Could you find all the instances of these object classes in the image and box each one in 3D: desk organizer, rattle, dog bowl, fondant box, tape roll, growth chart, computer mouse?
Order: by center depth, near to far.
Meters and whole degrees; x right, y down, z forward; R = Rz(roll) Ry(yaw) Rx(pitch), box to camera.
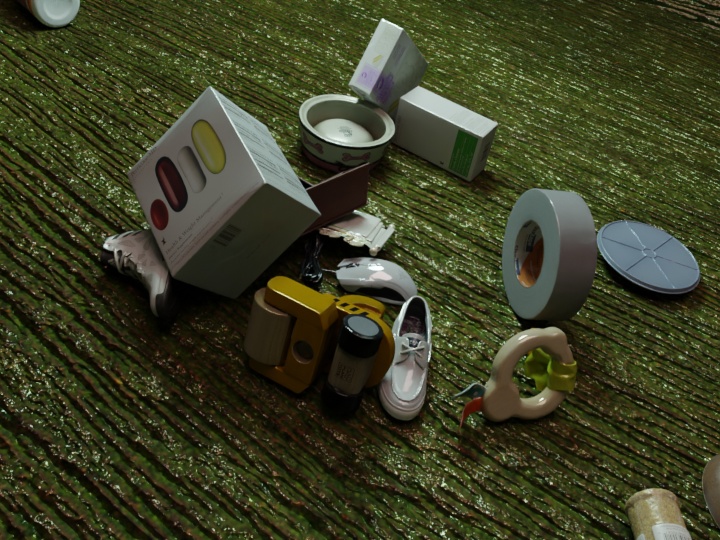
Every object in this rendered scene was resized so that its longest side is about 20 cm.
[{"bbox_3d":[0.193,0.144,1.030,0.196,0.132,0.143,-28,37,-6],"label":"rattle"},{"bbox_3d":[0.294,-0.024,1.150,0.064,0.204,0.203,3,39,-12],"label":"tape roll"},{"bbox_3d":[0.000,0.000,1.161,0.194,0.045,0.111,13,38,-1],"label":"computer mouse"},{"bbox_3d":[-0.074,-0.125,1.191,0.071,0.079,0.198,30,42,33],"label":"desk organizer"},{"bbox_3d":[-0.036,-0.082,1.234,0.196,0.018,0.144,22,29,19],"label":"growth chart"},{"bbox_3d":[-0.032,-0.269,1.448,0.194,0.075,0.203,9,39,-7],"label":"dog bowl"},{"bbox_3d":[0.062,-0.409,1.517,0.057,0.147,0.199,30,6,21],"label":"fondant box"}]

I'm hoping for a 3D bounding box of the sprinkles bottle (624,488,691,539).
[{"bbox_3d":[0.359,0.353,0.827,0.066,0.070,0.203,9,39,-5],"label":"sprinkles bottle"}]

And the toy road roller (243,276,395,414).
[{"bbox_3d":[-0.047,0.087,0.991,0.196,0.126,0.146,23,25,12],"label":"toy road roller"}]

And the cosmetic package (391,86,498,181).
[{"bbox_3d":[0.171,-0.283,1.498,0.197,0.110,0.085,28,42,20],"label":"cosmetic package"}]

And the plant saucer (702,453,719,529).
[{"bbox_3d":[0.555,0.314,0.961,0.194,0.033,0.203,9,39,-7],"label":"plant saucer"}]

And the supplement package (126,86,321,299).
[{"bbox_3d":[-0.200,-0.109,1.057,0.202,0.191,0.146,56,15,29],"label":"supplement package"}]

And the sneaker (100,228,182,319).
[{"bbox_3d":[-0.319,0.006,1.053,0.112,0.077,0.202,-6,34,-9],"label":"sneaker"}]

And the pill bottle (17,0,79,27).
[{"bbox_3d":[-0.736,-0.647,1.661,0.112,0.115,0.199,-26,52,-38],"label":"pill bottle"}]

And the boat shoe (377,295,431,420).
[{"bbox_3d":[0.071,0.116,1.023,0.070,0.070,0.202,16,39,4],"label":"boat shoe"}]

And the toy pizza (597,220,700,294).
[{"bbox_3d":[0.531,-0.021,1.351,0.194,0.032,0.203,8,41,-7],"label":"toy pizza"}]
